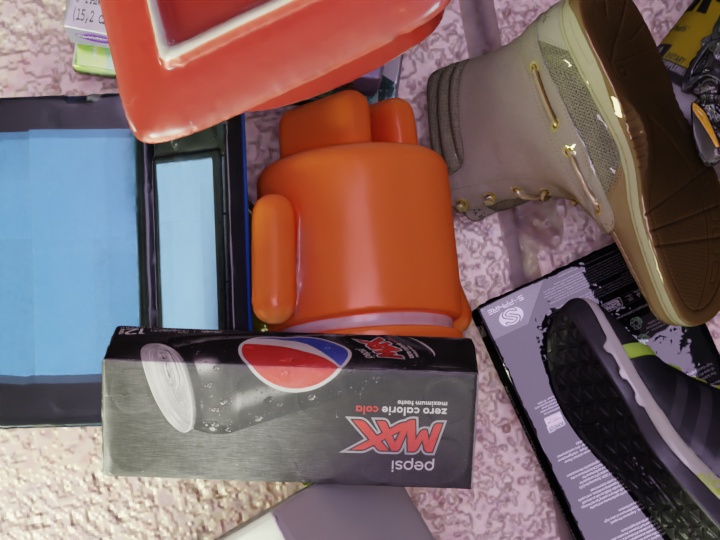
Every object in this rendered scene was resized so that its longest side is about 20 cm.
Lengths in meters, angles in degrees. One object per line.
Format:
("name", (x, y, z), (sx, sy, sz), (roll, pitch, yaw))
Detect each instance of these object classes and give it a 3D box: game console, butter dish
("game console", (-0.148, -0.006, 1.216), (0.118, 0.171, 0.201), (-3, 91, -27))
("butter dish", (-0.032, -0.169, 1.143), (0.199, 0.148, 0.201), (-23, 65, 19))

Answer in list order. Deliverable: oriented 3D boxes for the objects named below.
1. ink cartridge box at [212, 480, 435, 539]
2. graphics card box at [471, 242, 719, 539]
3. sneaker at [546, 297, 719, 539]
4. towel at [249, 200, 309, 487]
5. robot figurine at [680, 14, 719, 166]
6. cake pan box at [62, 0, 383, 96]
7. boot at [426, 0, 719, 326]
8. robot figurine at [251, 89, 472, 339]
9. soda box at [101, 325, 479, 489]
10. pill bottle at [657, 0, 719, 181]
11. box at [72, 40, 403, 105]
("ink cartridge box", (-0.057, 0.219, 1.162), (0.200, 0.147, 0.145), (-32, 86, 26))
("graphics card box", (0.163, 0.088, 1.261), (0.125, 0.051, 0.201), (-25, 89, -3))
("sneaker", (0.188, 0.091, 1.215), (0.083, 0.072, 0.200), (-36, 89, -27))
("towel", (-0.058, 0.034, 1.274), (0.086, 0.018, 0.200), (-40, 88, -5))
("robot figurine", (0.261, -0.131, 1.156), (0.144, 0.058, 0.201), (17, 85, 10))
("cake pan box", (-0.070, -0.212, 1.239), (0.199, 0.052, 0.185), (11, 83, -1))
("boot", (0.122, -0.049, 1.219), (0.072, 0.154, 0.201), (-18, 86, -43))
("robot figurine", (0.002, 0.000, 1.216), (0.116, 0.144, 0.201), (-6, 80, 5))
("soda box", (-0.037, 0.073, 1.126), (0.199, 0.063, 0.071), (2, 105, -1))
("pill bottle", (0.259, -0.148, 1.247), (0.114, 0.114, 0.200), (39, 85, 1))
("box", (-0.067, -0.178, 1.278), (0.199, 0.036, 0.145), (8, 86, 0))
